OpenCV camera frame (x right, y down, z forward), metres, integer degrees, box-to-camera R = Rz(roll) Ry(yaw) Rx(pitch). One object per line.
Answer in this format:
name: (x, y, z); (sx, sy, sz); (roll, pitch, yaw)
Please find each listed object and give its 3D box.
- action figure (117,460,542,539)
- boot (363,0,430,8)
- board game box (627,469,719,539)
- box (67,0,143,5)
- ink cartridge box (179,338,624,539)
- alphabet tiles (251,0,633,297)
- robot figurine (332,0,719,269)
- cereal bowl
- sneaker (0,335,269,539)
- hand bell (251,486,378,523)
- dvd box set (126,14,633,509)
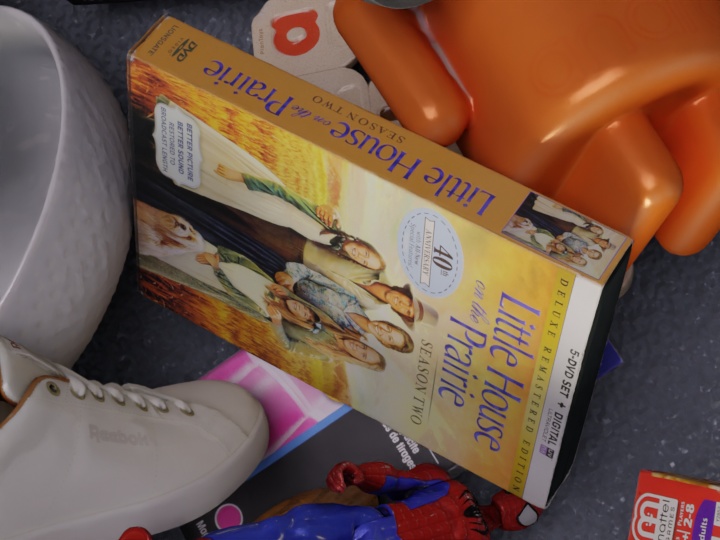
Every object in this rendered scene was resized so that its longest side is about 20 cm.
action figure: (-0.001, 0.107, 0.709); (0.052, 0.199, 0.066); (-42, 66, 40)
boot: (-0.020, -0.194, 0.701); (0.200, 0.065, 0.166); (25, 99, 48)
board game box: (0.171, 0.159, 0.665); (0.046, 0.199, 0.152); (7, 85, 54)
box: (-0.059, -0.224, 0.819); (0.157, 0.048, 0.201); (-3, 77, 14)
ink cartridge box: (0.004, 0.055, 0.798); (0.200, 0.037, 0.095); (-34, 77, 8)
alphabet tiles: (0.053, -0.076, 0.785); (0.195, 0.015, 0.201); (-11, 72, 10)
robot figurine: (0.076, -0.097, 0.718); (0.143, 0.117, 0.201); (-32, 68, 9)
cereal bowl: (-0.168, -0.008, 0.805); (0.199, 0.083, 0.201); (-21, 55, 32)
sneaker: (-0.109, 0.058, 0.708); (0.073, 0.200, 0.085); (10, 108, 39)
hand bell: (-0.069, 0.133, 0.714); (0.104, 0.199, 0.105); (29, 132, 38)
dvd box set: (0.000, 0.000, 0.719); (0.199, 0.147, 0.029); (27, 54, 16)
